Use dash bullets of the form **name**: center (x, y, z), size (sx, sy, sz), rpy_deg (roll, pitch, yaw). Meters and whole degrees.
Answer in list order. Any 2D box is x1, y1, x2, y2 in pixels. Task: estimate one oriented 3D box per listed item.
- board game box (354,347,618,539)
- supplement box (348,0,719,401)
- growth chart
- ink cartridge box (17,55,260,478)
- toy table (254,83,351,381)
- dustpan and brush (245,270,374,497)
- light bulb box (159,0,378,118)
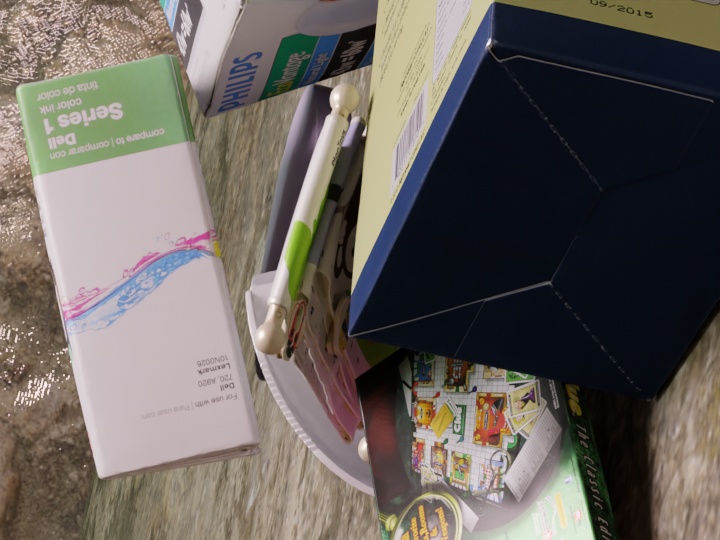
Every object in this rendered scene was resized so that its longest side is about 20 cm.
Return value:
- **board game box**: center (0.054, 0.101, 1.160), size (0.104, 0.023, 0.201), rpy_deg (-32, 45, 24)
- **supplement box**: center (0.089, -0.093, 1.127), size (0.200, 0.133, 0.201), rpy_deg (116, 163, -53)
- **growth chart**: center (0.000, 0.000, 1.255), size (0.200, 0.018, 0.146), rpy_deg (56, -133, -64)
- **ink cartridge box**: center (-0.114, 0.003, 1.448), size (0.145, 0.083, 0.201), rpy_deg (145, 113, -84)
- **toy table**: center (0.014, -0.009, 1.489), size (0.184, 0.116, 0.201), rpy_deg (112, 167, -47)
- **dustpan and brush**: center (0.031, 0.085, 1.360), size (0.057, 0.139, 0.201), rpy_deg (144, 113, -84)
- **light bulb box**: center (0.000, -0.187, 1.425), size (0.198, 0.199, 0.126), rpy_deg (121, 129, -74)
